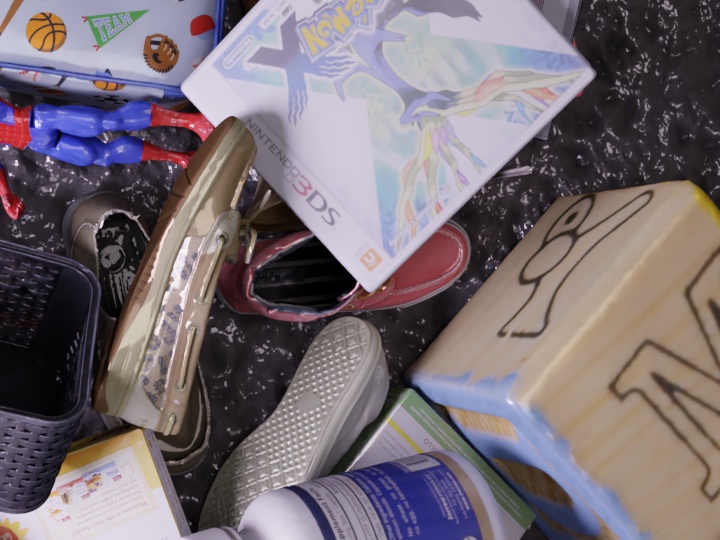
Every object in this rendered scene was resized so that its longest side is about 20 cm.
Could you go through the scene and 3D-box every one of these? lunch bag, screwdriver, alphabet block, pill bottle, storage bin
[{"bbox_3d":[-0.188,-0.196,0.841,0.197,0.075,0.163,8,84,-21],"label":"lunch bag"},{"bbox_3d":[0.076,-0.064,0.866,0.029,0.200,0.028,-27,98,-21],"label":"screwdriver"},{"bbox_3d":[0.184,0.077,0.910,0.200,0.195,0.197,-47,105,-14],"label":"alphabet block"},{"bbox_3d":[-0.015,0.192,0.810,0.198,0.119,0.122,-9,92,-28],"label":"pill bottle"},{"bbox_3d":[-0.267,0.050,0.761,0.198,0.094,0.136,16,39,-19],"label":"storage bin"}]

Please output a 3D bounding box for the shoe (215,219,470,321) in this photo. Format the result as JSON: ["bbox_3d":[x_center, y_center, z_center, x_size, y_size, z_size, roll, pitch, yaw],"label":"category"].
[{"bbox_3d":[0.000,0.000,0.893,0.197,0.091,0.073,-7,96,-19],"label":"shoe"}]

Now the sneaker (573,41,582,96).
[{"bbox_3d":[0.091,-0.125,0.941,0.199,0.074,0.088,-32,101,-18],"label":"sneaker"}]

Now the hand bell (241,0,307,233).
[{"bbox_3d":[-0.057,-0.138,0.894,0.103,0.104,0.203,-12,80,-20],"label":"hand bell"}]

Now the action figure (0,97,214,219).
[{"bbox_3d":[-0.193,-0.071,0.793,0.197,0.066,0.100,9,46,-16],"label":"action figure"}]

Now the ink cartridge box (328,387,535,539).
[{"bbox_3d":[0.015,0.207,0.921,0.146,0.048,0.200,45,73,-14],"label":"ink cartridge box"}]

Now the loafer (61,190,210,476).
[{"bbox_3d":[-0.151,0.044,0.850,0.074,0.070,0.202,-21,96,-19],"label":"loafer"}]

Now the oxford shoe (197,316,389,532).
[{"bbox_3d":[-0.041,0.127,0.895,0.201,0.075,0.058,-56,142,-11],"label":"oxford shoe"}]

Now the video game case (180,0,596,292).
[{"bbox_3d":[0.015,-0.119,0.797,0.200,0.022,0.182,-44,91,12],"label":"video game case"}]

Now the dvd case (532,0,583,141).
[{"bbox_3d":[0.041,-0.179,0.807,0.197,0.025,0.152,14,101,5],"label":"dvd case"}]

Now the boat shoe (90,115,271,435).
[{"bbox_3d":[-0.105,0.003,0.794,0.062,0.073,0.202,23,95,-14],"label":"boat shoe"}]

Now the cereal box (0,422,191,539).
[{"bbox_3d":[-0.173,0.216,0.834,0.142,0.040,0.202,-19,97,0],"label":"cereal box"}]
